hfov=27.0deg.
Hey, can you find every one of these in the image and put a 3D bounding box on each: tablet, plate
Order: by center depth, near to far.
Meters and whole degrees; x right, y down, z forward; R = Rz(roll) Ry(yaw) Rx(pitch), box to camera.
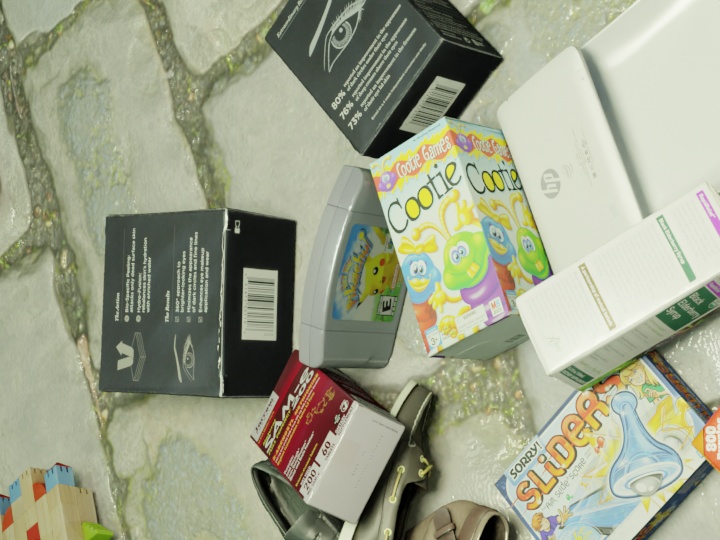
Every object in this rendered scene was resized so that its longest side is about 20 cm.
[{"bbox_3d":[0.289,-0.155,1.326,0.200,0.032,0.201,-39,63,31],"label":"plate"},{"bbox_3d":[0.193,-0.090,1.388,0.130,0.014,0.202,-39,63,50],"label":"tablet"}]

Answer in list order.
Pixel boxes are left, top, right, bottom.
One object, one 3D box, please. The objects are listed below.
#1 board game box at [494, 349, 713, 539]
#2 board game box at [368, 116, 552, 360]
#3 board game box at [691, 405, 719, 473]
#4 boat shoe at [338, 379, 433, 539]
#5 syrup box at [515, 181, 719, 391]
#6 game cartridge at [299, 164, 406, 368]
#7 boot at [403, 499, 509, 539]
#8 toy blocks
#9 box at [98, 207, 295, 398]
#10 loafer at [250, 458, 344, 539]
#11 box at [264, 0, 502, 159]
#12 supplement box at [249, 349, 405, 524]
[{"bbox_3d":[0.225,0.174,1.348,0.201,0.034,0.136,-54,56,23],"label":"board game box"},{"bbox_3d":[0.101,-0.028,1.427,0.104,0.103,0.202,-30,68,34],"label":"board game box"},{"bbox_3d":[0.409,0.119,1.089,0.200,0.199,0.201,47,114,32],"label":"board game box"},{"bbox_3d":[0.037,0.208,1.469,0.060,0.072,0.203,17,74,16],"label":"boat shoe"},{"bbox_3d":[0.243,0.016,1.288,0.199,0.079,0.082,-32,62,18],"label":"syrup box"},{"bbox_3d":[0.000,0.000,1.491,0.040,0.133,0.202,17,98,40],"label":"game cartridge"},{"bbox_3d":[0.082,0.319,1.421,0.146,0.070,0.202,-20,63,51],"label":"boot"},{"bbox_3d":[-0.390,0.306,1.831,0.200,0.099,0.138,-40,51,31],"label":"toy blocks"},{"bbox_3d":[-0.181,0.038,1.651,0.199,0.117,0.199,-1,86,39],"label":"box"},{"bbox_3d":[-0.049,0.274,1.548,0.068,0.070,0.201,-54,56,23],"label":"loafer"},{"bbox_3d":[0.020,-0.226,1.514,0.148,0.104,0.201,-52,56,24],"label":"box"},{"bbox_3d":[-0.037,0.160,1.489,0.110,0.061,0.200,-63,23,1],"label":"supplement box"}]
